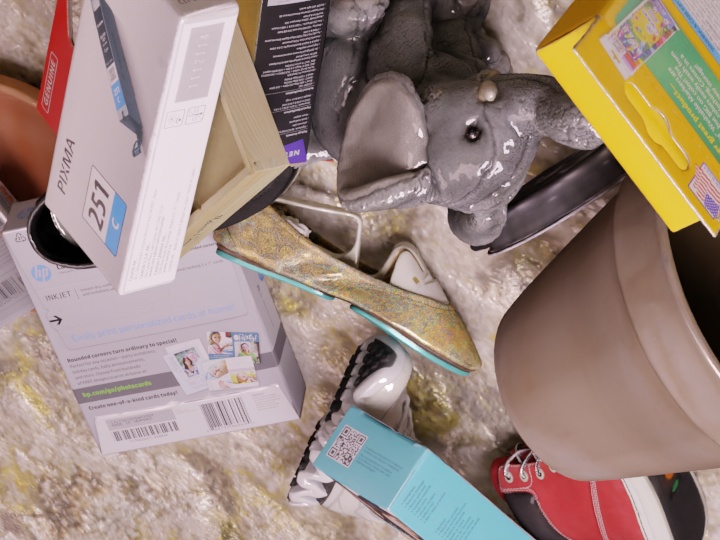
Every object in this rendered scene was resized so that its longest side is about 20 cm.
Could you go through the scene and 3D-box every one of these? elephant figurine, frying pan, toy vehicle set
[{"bbox_3d":[0.046,-0.078,1.421,0.156,0.140,0.201,86,164,-45],"label":"elephant figurine"},{"bbox_3d":[0.119,-0.048,1.515,0.031,0.115,0.190,58,179,-6],"label":"frying pan"},{"bbox_3d":[-0.116,-0.080,1.470,0.200,0.026,0.125,-35,71,55],"label":"toy vehicle set"}]

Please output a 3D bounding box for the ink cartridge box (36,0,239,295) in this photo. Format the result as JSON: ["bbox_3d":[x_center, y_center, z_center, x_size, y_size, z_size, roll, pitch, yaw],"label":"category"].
[{"bbox_3d":[-0.149,-0.117,1.441,0.176,0.044,0.201,48,137,34],"label":"ink cartridge box"}]

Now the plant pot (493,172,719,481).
[{"bbox_3d":[0.175,0.038,1.435,0.173,0.200,0.200,-28,107,39],"label":"plant pot"}]

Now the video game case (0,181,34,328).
[{"bbox_3d":[-0.320,-0.028,1.802,0.199,0.023,0.182,-27,107,45],"label":"video game case"}]

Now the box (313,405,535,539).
[{"bbox_3d":[0.058,0.168,1.663,0.082,0.049,0.200,27,169,46],"label":"box"}]

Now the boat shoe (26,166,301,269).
[{"bbox_3d":[-0.125,-0.047,1.585,0.200,0.063,0.074,-15,109,31],"label":"boat shoe"}]

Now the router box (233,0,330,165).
[{"bbox_3d":[-0.094,-0.174,1.477,0.200,0.052,0.158,42,134,43],"label":"router box"}]

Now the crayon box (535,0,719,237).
[{"bbox_3d":[0.173,-0.113,1.323,0.051,0.200,0.126,-26,108,44],"label":"crayon box"}]

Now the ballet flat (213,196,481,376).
[{"bbox_3d":[0.000,0.000,1.634,0.199,0.071,0.071,27,136,2],"label":"ballet flat"}]

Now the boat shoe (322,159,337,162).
[{"bbox_3d":[-0.020,-0.147,1.520,0.062,0.071,0.201,20,136,14],"label":"boat shoe"}]

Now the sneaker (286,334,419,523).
[{"bbox_3d":[0.011,0.113,1.716,0.081,0.075,0.200,25,147,1],"label":"sneaker"}]

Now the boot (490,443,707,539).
[{"bbox_3d":[0.136,0.108,1.626,0.143,0.073,0.201,6,131,32],"label":"boot"}]

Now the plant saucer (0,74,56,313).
[{"bbox_3d":[-0.239,-0.058,1.765,0.199,0.037,0.201,18,132,22],"label":"plant saucer"}]

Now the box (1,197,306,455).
[{"bbox_3d":[-0.141,0.029,1.724,0.155,0.041,0.201,-12,124,15],"label":"box"}]
